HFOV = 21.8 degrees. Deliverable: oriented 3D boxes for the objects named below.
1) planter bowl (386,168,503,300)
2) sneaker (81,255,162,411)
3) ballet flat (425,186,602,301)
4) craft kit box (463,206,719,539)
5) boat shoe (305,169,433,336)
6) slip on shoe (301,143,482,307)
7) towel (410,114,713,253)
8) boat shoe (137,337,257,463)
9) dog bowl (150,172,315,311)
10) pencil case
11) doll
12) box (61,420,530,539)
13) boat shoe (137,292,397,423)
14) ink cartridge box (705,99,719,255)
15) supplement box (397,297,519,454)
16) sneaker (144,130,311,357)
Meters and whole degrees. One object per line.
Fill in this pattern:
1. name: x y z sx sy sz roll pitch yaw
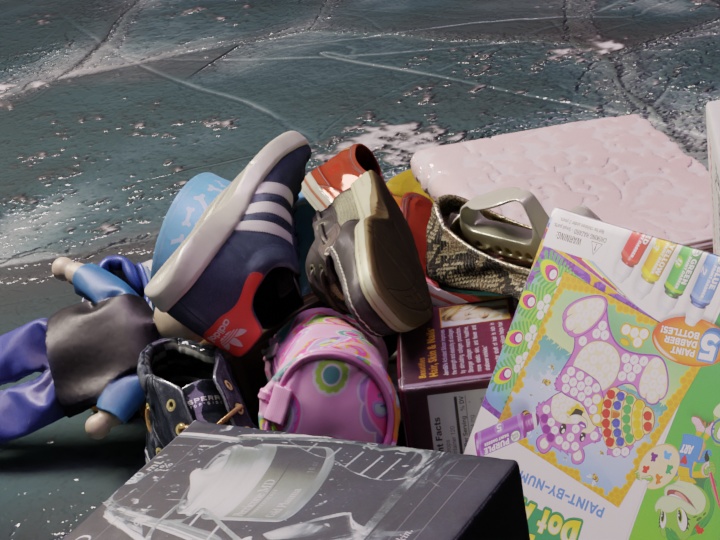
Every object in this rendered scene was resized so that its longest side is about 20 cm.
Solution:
1. planter bowl: 0.066 -0.028 1.392 0.199 0.084 0.201 -8 23 3
2. sneaker: -0.158 0.022 1.350 0.075 0.089 0.200 -8 22 5
3. ballet flat: 0.109 -0.009 1.122 0.068 0.076 0.200 -24 27 -35
4. craft kit box: 0.148 0.083 0.984 0.048 0.199 0.200 17 2 -41
5. boat shoe: -0.001 -0.001 1.176 0.066 0.072 0.201 -33 19 12
6. slip on shoe: 0.031 -0.023 1.293 0.061 0.074 0.200 -47 49 5
7. towel: 0.156 -0.046 1.295 0.190 0.032 0.200 -11 31 -18
8. boat shoe: -0.085 0.111 1.113 0.071 0.091 0.200 -19 25 -23
9. dog bowl: -0.081 -0.012 1.344 0.049 0.112 0.200 16 11 20
10. pencil case: -0.021 0.074 1.128 0.087 0.088 0.200 -9 8 -1
11. doll: -0.189 0.054 1.230 0.199 0.048 0.137 -20 61 15
12. box: -0.041 0.179 0.906 0.196 0.125 0.200 2 25 29
13. boat shoe: -0.063 0.051 1.268 0.199 0.072 0.068 -20 27 -24
14. ink cartridge box: 0.259 0.009 1.095 0.087 0.146 0.201 -6 41 6
15. supplement box: 0.124 0.072 1.135 0.199 0.086 0.110 -7 23 3
16. sneaker: -0.064 -0.014 1.209 0.075 0.084 0.200 -43 9 39
